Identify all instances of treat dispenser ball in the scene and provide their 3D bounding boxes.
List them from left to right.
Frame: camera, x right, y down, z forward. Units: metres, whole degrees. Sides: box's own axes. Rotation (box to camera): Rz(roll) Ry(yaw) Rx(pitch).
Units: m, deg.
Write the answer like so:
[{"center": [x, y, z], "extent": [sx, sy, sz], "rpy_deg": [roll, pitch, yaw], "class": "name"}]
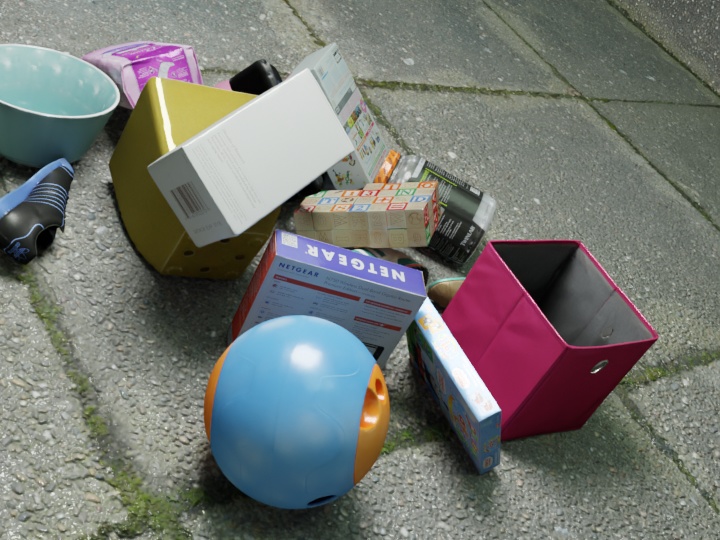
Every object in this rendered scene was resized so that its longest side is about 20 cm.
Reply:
[{"center": [-0.067, 0.150, 0.964], "extent": [0.199, 0.202, 0.202], "rpy_deg": [19, 36, -15], "class": "treat dispenser ball"}]

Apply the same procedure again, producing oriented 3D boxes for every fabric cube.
[{"center": [0.248, 0.096, 1.261], "extent": [0.195, 0.200, 0.201], "rpy_deg": [-1, 45, -37], "class": "fabric cube"}]

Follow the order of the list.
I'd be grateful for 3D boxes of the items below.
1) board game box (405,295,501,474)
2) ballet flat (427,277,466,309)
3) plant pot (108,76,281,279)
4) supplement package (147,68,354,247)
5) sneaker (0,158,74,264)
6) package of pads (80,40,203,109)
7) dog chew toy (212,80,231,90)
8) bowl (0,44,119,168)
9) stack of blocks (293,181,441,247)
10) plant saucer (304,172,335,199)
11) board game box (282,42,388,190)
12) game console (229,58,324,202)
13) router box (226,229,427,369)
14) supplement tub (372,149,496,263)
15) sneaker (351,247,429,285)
[{"center": [0.117, 0.142, 1.159], "extent": [0.036, 0.152, 0.201], "rpy_deg": [-25, 55, -10], "class": "board game box"}, {"center": [0.193, 0.054, 1.404], "extent": [0.198, 0.068, 0.073], "rpy_deg": [5, 58, -38], "class": "ballet flat"}, {"center": [-0.208, -0.101, 1.198], "extent": [0.192, 0.196, 0.202], "rpy_deg": [5, 58, -32], "class": "plant pot"}, {"center": [-0.128, -0.133, 1.073], "extent": [0.200, 0.116, 0.118], "rpy_deg": [-39, 105, -30], "class": "supplement package"}, {"center": [-0.401, -0.074, 1.129], "extent": [0.078, 0.070, 0.200], "rpy_deg": [50, 24, -15], "class": "sneaker"}, {"center": [-0.332, -0.295, 1.349], "extent": [0.120, 0.076, 0.199], "rpy_deg": [-26, 28, -26], "class": "package of pads"}, {"center": [-0.238, -0.228, 1.389], "extent": [0.198, 0.125, 0.125], "rpy_deg": [-10, 50, -32], "class": "dog chew toy"}, {"center": [-0.437, -0.214, 1.222], "extent": [0.199, 0.106, 0.202], "rpy_deg": [17, 32, -11], "class": "bowl"}, {"center": [0.013, -0.084, 1.348], "extent": [0.197, 0.059, 0.115], "rpy_deg": [0, 25, 16], "class": "stack of blocks"}, {"center": [-0.073, -0.190, 1.515], "extent": [0.198, 0.050, 0.201], "rpy_deg": [19, 37, -15], "class": "plant saucer"}, {"center": [-0.035, -0.240, 1.428], "extent": [0.201, 0.064, 0.148], "rpy_deg": [62, 25, -20], "class": "board game box"}, {"center": [-0.098, -0.217, 1.340], "extent": [0.116, 0.175, 0.202], "rpy_deg": [-31, 101, -27], "class": "game console"}, {"center": [-0.044, 0.055, 1.118], "extent": [0.198, 0.180, 0.049], "rpy_deg": [16, 37, -20], "class": "router box"}, {"center": [0.113, -0.109, 1.485], "extent": [0.199, 0.123, 0.123], "rpy_deg": [30, 35, -1], "class": "supplement tub"}, {"center": [0.001, 0.000, 1.332], "extent": [0.198, 0.071, 0.093], "rpy_deg": [1, 26, -32], "class": "sneaker"}]
